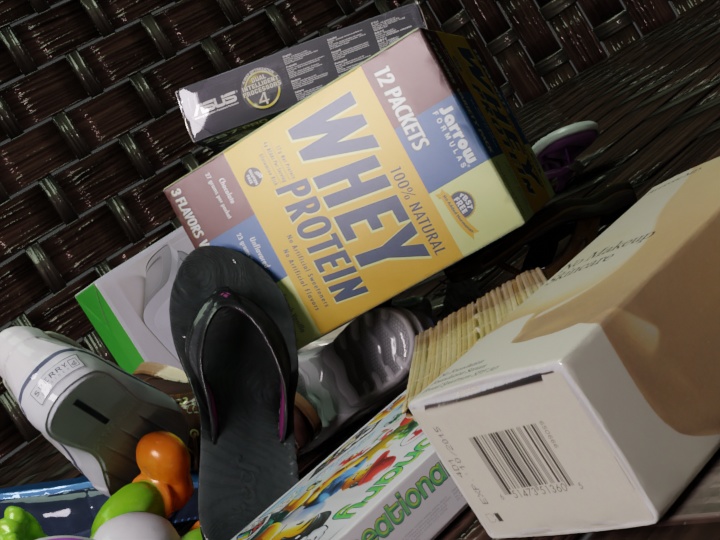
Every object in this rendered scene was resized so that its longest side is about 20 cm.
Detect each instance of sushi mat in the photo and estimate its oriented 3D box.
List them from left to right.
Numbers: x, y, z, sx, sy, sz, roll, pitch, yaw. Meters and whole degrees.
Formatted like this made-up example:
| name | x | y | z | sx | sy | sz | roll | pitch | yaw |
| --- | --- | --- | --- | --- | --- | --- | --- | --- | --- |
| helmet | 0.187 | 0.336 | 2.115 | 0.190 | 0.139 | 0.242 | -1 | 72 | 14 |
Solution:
| name | x | y | z | sx | sy | sz | roll | pitch | yaw |
| --- | --- | --- | --- | --- | --- | --- | --- | --- | --- |
| sushi mat | 0.070 | 0.036 | 0.653 | 0.095 | 0.012 | 0.200 | -32 | 4 | 8 |

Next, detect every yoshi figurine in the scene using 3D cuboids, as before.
| name | x | y | z | sx | sy | sz | roll | pitch | yaw |
| --- | --- | --- | --- | --- | --- | --- | --- | --- | --- |
| yoshi figurine | -0.147 | 0.168 | 0.634 | 0.112 | 0.113 | 0.200 | -18 | 17 | 44 |

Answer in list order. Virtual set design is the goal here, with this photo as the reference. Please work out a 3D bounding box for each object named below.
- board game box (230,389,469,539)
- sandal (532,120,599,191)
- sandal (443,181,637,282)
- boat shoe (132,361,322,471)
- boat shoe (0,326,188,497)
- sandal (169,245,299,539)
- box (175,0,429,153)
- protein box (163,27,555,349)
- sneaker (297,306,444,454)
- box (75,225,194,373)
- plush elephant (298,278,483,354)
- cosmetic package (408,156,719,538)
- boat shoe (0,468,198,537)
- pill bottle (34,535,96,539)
| name | x | y | z | sx | sy | sz | roll | pitch | yaw |
| --- | --- | --- | --- | --- | --- | --- | --- | --- | --- |
| board game box | 0.023 | 0.101 | 0.592 | 0.199 | 0.035 | 0.126 | -37 | 7 | -34 |
| sandal | 0.225 | -0.115 | 1.311 | 0.082 | 0.050 | 0.203 | -19 | -11 | -15 |
| sandal | 0.149 | -0.020 | 0.885 | 0.199 | 0.055 | 0.081 | -18 | -7 | -42 |
| boat shoe | -0.116 | 0.115 | 0.834 | 0.199 | 0.071 | 0.070 | -1 | 35 | 42 |
| boat shoe | -0.163 | 0.083 | 0.714 | 0.074 | 0.067 | 0.201 | -44 | -23 | -16 |
| sandal | -0.067 | 0.067 | 0.666 | 0.074 | 0.202 | 0.048 | -6 | -29 | -13 |
| box | -0.036 | -0.149 | 0.931 | 0.198 | 0.050 | 0.161 | -20 | 2 | 5 |
| protein box | 0.010 | -0.054 | 0.798 | 0.199 | 0.136 | 0.198 | -29 | 0 | 18 |
| sneaker | -0.007 | 0.086 | 0.847 | 0.081 | 0.076 | 0.199 | -2 | -19 | -45 |
| box | -0.159 | 0.058 | 1.174 | 0.176 | 0.201 | 0.096 | -34 | 6 | -27 |
| plush elephant | 0.000 | 0.000 | 0.994 | 0.155 | 0.201 | 0.164 | -43 | -23 | 22 |
| cosmetic package | 0.126 | 0.023 | 0.493 | 0.200 | 0.071 | 0.105 | -37 | 6 | -36 |
| boat shoe | -0.181 | 0.184 | 0.837 | 0.198 | 0.070 | 0.084 | -8 | -3 | 14 |
| pill bottle | -0.114 | 0.167 | 0.434 | 0.104 | 0.105 | 0.200 | -34 | 5 | -15 |
